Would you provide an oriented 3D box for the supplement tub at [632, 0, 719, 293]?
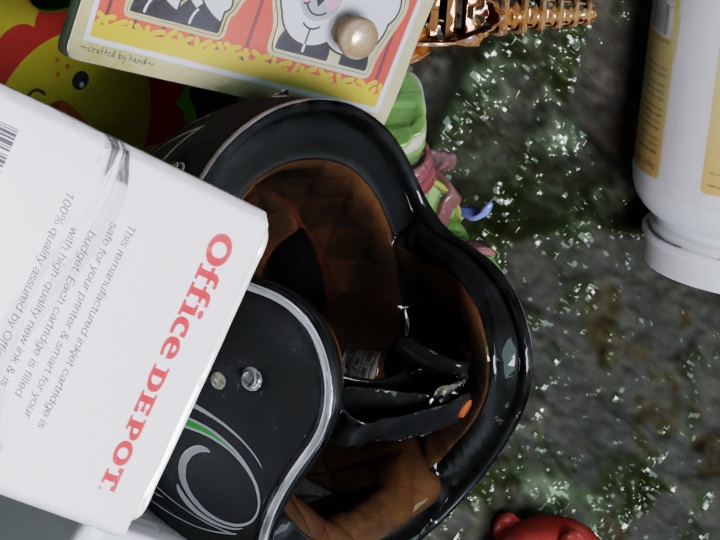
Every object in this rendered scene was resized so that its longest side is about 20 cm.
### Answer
[{"bbox_3d":[0.227,-0.097,1.395,0.144,0.144,0.202,-5,111,-30],"label":"supplement tub"}]

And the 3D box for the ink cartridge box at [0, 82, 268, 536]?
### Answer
[{"bbox_3d":[-0.155,0.000,0.989,0.199,0.084,0.146,26,90,-37],"label":"ink cartridge box"}]

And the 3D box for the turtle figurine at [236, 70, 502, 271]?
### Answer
[{"bbox_3d":[0.000,0.000,1.276,0.200,0.144,0.194,-45,144,-16],"label":"turtle figurine"}]

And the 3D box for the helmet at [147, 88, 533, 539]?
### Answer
[{"bbox_3d":[-0.038,0.027,1.144,0.199,0.191,0.201,-30,148,-20],"label":"helmet"}]

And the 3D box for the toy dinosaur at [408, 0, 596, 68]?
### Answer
[{"bbox_3d":[0.008,-0.131,1.245,0.199,0.136,0.103,25,107,-5],"label":"toy dinosaur"}]

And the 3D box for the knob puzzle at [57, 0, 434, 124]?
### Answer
[{"bbox_3d":[-0.023,-0.170,1.118,0.218,0.030,0.221,-13,118,-26],"label":"knob puzzle"}]

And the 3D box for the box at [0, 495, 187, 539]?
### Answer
[{"bbox_3d":[-0.125,0.184,1.250,0.198,0.200,0.172,21,95,-34],"label":"box"}]

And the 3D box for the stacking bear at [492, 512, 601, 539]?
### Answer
[{"bbox_3d":[0.119,0.240,1.483,0.113,0.121,0.202,-16,106,-33],"label":"stacking bear"}]

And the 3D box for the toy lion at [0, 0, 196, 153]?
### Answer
[{"bbox_3d":[-0.156,-0.104,1.215,0.191,0.068,0.202,10,102,-41],"label":"toy lion"}]
